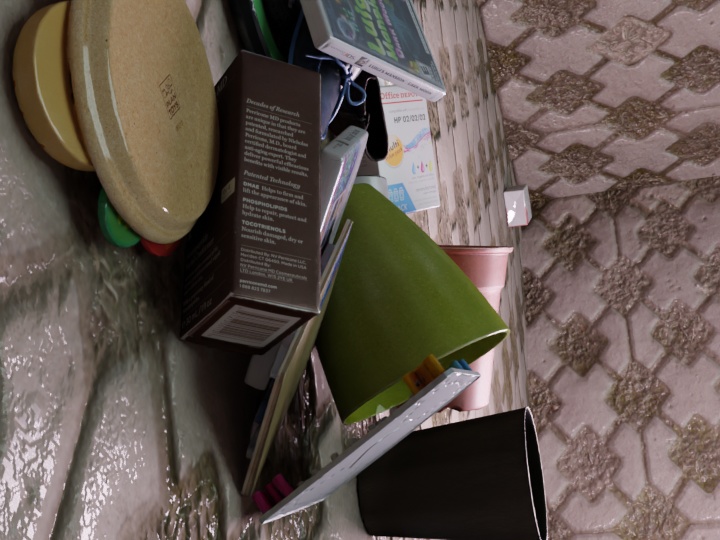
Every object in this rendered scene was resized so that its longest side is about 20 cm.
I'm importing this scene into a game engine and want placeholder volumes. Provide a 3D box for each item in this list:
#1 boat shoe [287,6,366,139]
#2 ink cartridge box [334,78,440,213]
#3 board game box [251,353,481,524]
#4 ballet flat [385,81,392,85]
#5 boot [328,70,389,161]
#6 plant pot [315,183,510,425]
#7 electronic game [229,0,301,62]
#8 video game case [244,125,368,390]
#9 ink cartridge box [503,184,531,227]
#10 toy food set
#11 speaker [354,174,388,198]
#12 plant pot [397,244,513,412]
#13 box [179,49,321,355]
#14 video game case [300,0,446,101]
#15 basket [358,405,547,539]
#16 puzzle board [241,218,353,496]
[{"bbox_3d":[-0.030,-0.212,0.994,0.084,0.068,0.201,72,20,-60],"label":"boat shoe"},{"bbox_3d":[0.028,-0.169,1.263,0.115,0.068,0.201,-16,100,-48],"label":"ink cartridge box"},{"bbox_3d":[0.011,0.144,0.898,0.026,0.200,0.200,52,6,13],"label":"board game box"},{"bbox_3d":[0.021,-0.222,1.354,0.067,0.063,0.201,67,22,-48],"label":"ballet flat"},{"bbox_3d":[-0.009,-0.233,1.104,0.166,0.072,0.201,-131,-149,-59],"label":"boot"},{"bbox_3d":[0.019,0.020,1.012,0.200,0.187,0.187,62,9,14],"label":"plant pot"},{"bbox_3d":[-0.086,-0.275,1.000,0.200,0.041,0.201,-7,90,-76],"label":"electronic game"},{"bbox_3d":[-0.043,-0.019,0.865,0.182,0.024,0.201,-64,174,-75],"label":"video game case"},{"bbox_3d":[0.518,-0.216,3.329,0.200,0.067,0.117,-37,120,-72],"label":"ink cartridge box"},{"bbox_3d":[-0.146,-0.109,0.666,0.200,0.048,0.198,-84,161,-44],"label":"toy food set"},{"bbox_3d":[0.000,0.000,1.130,0.081,0.081,0.201,21,62,-74],"label":"speaker"},{"bbox_3d":[0.086,0.067,1.245,0.201,0.200,0.196,-7,98,-76],"label":"plant pot"},{"bbox_3d":[-0.080,-0.050,0.757,0.100,0.075,0.201,-38,-135,52],"label":"box"},{"bbox_3d":[-0.002,-0.275,1.003,0.182,0.023,0.201,12,53,-48],"label":"video game case"},{"bbox_3d":[0.107,0.249,1.185,0.136,0.199,0.181,-77,155,-53],"label":"basket"},{"bbox_3d":[-0.054,0.067,0.846,0.200,0.017,0.151,-69,177,-50],"label":"puzzle board"}]
